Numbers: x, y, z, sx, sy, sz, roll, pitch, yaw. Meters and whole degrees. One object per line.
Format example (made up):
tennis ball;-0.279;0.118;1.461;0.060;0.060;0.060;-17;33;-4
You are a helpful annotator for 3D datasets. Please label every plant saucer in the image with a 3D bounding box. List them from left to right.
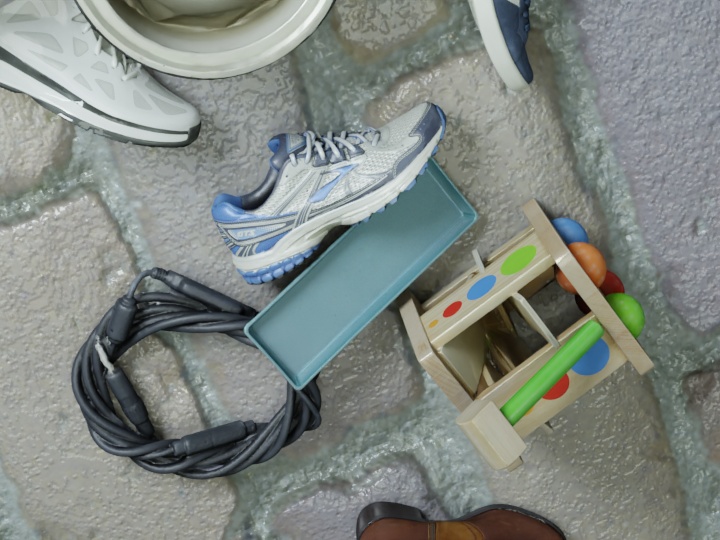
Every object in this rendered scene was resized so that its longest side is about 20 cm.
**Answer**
plant saucer;0.000;0.000;1.285;0.200;0.019;0.070;-43;111;-7

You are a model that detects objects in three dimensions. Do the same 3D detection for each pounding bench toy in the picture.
pounding bench toy;0.137;0.056;1.254;0.156;0.200;0.124;-36;111;7

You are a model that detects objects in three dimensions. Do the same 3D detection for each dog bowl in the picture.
dog bowl;-0.108;-0.237;1.137;0.200;0.074;0.201;-3;112;-9

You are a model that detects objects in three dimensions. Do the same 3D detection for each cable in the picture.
cable;-0.125;0.096;1.313;0.200;0.051;0.163;26;104;-18

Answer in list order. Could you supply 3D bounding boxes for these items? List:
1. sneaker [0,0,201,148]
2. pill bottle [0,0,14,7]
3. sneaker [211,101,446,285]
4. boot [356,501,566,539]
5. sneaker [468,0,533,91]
sneaker;-0.193;-0.170;1.189;0.200;0.076;0.116;23;108;-13
pill bottle;-0.299;-0.268;1.102;0.112;0.112;0.200;-19;92;0
sneaker;-0.027;-0.073;1.251;0.200;0.077;0.085;-35;107;6
boot;0.094;0.255;1.324;0.188;0.200;0.069;14;108;-13
sneaker;0.114;-0.232;1.207;0.084;0.075;0.200;-16;112;4
